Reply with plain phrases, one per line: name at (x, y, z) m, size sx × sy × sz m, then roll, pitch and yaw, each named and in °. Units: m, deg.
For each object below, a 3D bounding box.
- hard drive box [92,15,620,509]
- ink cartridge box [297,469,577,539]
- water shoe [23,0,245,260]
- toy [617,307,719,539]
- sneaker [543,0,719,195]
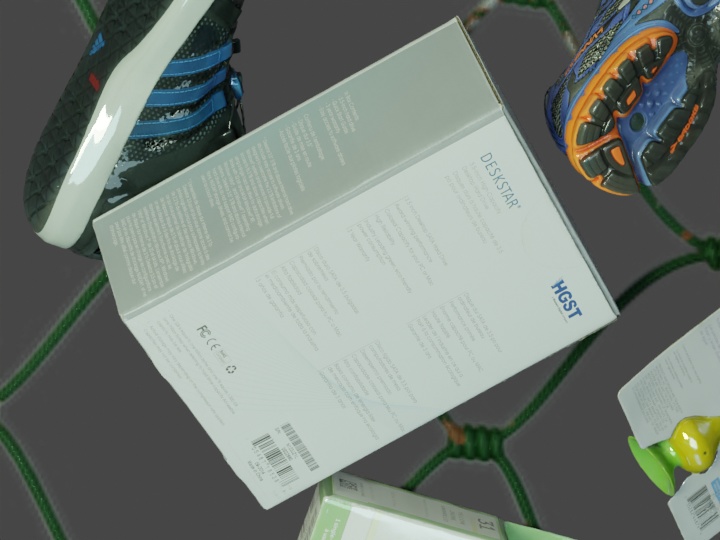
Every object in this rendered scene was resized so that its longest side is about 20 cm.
hard drive box at (0.000, 0.000, 1.245) m, size 0.199 × 0.077 × 0.156 m, roll -28°, pitch 132°, yaw 5°
ink cartridge box at (0.052, 0.198, 1.362) m, size 0.199 × 0.048 × 0.146 m, roll 17°, pitch 106°, yaw -8°
water shoe at (-0.086, -0.093, 1.245) m, size 0.079 × 0.072 × 0.200 m, roll 21°, pitch 114°, yaw -30°
toy at (0.211, 0.035, 1.308) m, size 0.200 × 0.047 × 0.115 m, roll -39°, pitch 126°, yaw -15°
sneaker at (0.152, -0.130, 1.244) m, size 0.200 × 0.078 × 0.075 m, roll -48°, pitch 119°, yaw -6°
